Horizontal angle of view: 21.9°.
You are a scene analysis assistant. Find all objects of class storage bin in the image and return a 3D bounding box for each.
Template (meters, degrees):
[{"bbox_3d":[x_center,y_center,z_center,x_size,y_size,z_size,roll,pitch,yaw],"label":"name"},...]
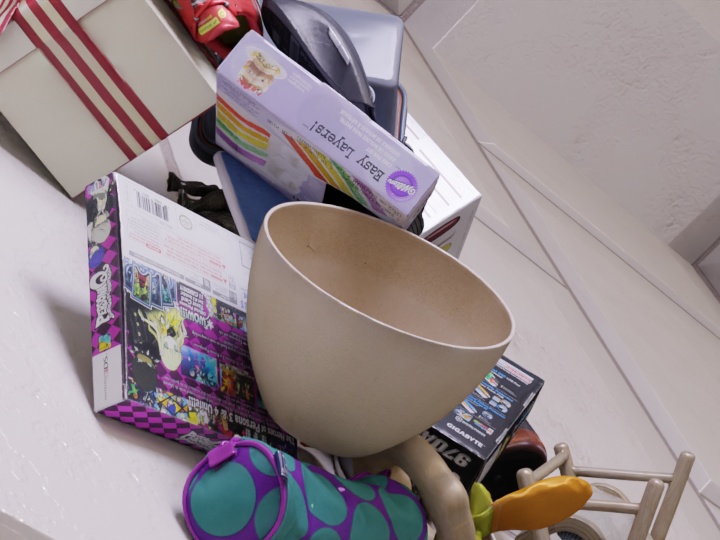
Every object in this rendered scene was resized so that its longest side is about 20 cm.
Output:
[{"bbox_3d":[-0.051,-0.163,1.674,0.199,0.135,0.146,8,58,-2],"label":"storage bin"}]

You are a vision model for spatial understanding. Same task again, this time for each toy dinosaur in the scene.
[{"bbox_3d":[-0.113,-0.046,1.628,0.102,0.077,0.200,1,3,-22],"label":"toy dinosaur"}]

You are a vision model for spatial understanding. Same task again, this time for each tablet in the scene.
[{"bbox_3d":[-0.028,-0.039,1.610,0.199,0.014,0.130,13,36,-32],"label":"tablet"}]

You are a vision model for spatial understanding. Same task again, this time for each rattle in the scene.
[{"bbox_3d":[0.060,0.145,1.469,0.200,0.143,0.130,35,-20,54],"label":"rattle"}]

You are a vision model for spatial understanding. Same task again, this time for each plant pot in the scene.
[{"bbox_3d":[-0.005,0.057,1.372,0.200,0.135,0.200,23,20,-9],"label":"plant pot"}]

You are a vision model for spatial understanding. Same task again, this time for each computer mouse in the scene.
[{"bbox_3d":[-0.009,-0.146,1.571,0.200,0.046,0.141,51,-12,15],"label":"computer mouse"}]

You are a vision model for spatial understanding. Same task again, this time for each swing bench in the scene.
[{"bbox_3d":[0.210,0.262,1.604,0.129,0.201,0.199,3,2,16],"label":"swing bench"}]

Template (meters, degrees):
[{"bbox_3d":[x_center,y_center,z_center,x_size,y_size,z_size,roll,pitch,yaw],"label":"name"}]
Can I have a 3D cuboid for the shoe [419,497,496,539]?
[{"bbox_3d":[0.083,0.231,1.538,0.070,0.053,0.200,41,14,-21],"label":"shoe"}]

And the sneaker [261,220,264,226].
[{"bbox_3d":[0.000,0.000,1.505,0.200,0.082,0.077,31,42,-45],"label":"sneaker"}]

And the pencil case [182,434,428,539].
[{"bbox_3d":[-0.034,0.172,1.311,0.200,0.085,0.093,26,50,-54],"label":"pencil case"}]

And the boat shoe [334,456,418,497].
[{"bbox_3d":[0.013,0.148,1.571,0.067,0.057,0.200,35,17,-34],"label":"boat shoe"}]

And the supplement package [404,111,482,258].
[{"bbox_3d":[0.012,-0.048,1.812,0.156,0.111,0.200,50,-25,19],"label":"supplement package"}]

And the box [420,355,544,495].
[{"bbox_3d":[0.043,0.091,1.594,0.200,0.046,0.159,31,30,10],"label":"box"}]

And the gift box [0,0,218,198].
[{"bbox_3d":[-0.246,-0.190,1.565,0.187,0.200,0.185,54,6,-27],"label":"gift box"}]

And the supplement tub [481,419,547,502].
[{"bbox_3d":[0.084,0.127,1.729,0.107,0.107,0.200,28,22,-48],"label":"supplement tub"}]

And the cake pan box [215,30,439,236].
[{"bbox_3d":[-0.028,-0.091,1.514,0.200,0.052,0.184,38,-12,3],"label":"cake pan box"}]

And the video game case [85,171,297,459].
[{"bbox_3d":[-0.123,0.043,1.383,0.200,0.036,0.182,27,48,-50],"label":"video game case"}]

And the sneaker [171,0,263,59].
[{"bbox_3d":[-0.127,-0.232,1.515,0.200,0.077,0.085,43,23,-55],"label":"sneaker"}]
